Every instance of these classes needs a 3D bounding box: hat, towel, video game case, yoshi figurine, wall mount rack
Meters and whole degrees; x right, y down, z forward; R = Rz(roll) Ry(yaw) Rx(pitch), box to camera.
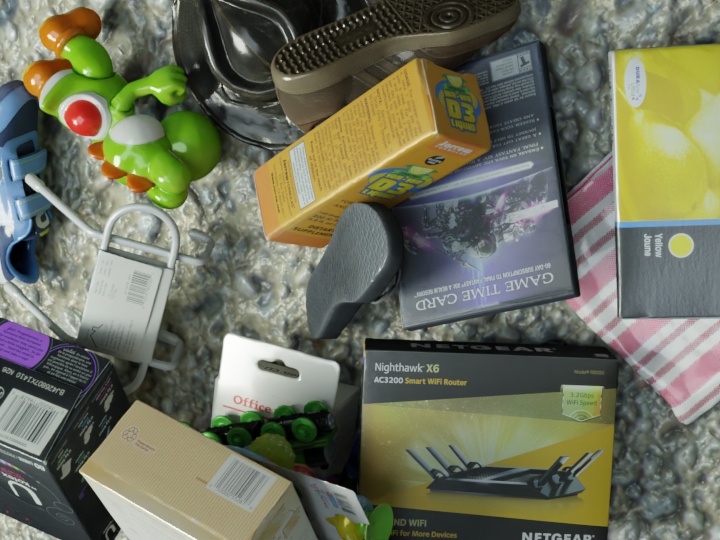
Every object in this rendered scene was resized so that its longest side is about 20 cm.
[{"bbox_3d":[-0.089,-0.193,0.951,0.200,0.081,0.202,5,103,21],"label":"hat"},{"bbox_3d":[0.236,0.006,0.899,0.200,0.030,0.146,47,113,6],"label":"towel"},{"bbox_3d":[0.087,-0.064,0.901,0.142,0.019,0.201,-13,74,27],"label":"video game case"},{"bbox_3d":[-0.195,-0.134,1.008,0.112,0.112,0.200,-41,70,-5],"label":"yoshi figurine"},{"bbox_3d":[-0.227,0.007,1.022,0.173,0.075,0.201,17,118,-7],"label":"wall mount rack"}]

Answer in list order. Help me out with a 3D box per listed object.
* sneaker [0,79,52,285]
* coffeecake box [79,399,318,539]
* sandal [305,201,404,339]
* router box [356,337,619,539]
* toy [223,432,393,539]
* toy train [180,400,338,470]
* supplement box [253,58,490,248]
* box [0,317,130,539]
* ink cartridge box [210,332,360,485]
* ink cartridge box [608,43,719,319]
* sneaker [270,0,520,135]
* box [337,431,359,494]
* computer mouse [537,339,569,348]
[{"bbox_3d":[-0.316,-0.076,1.070,0.082,0.074,0.201,23,116,13],"label":"sneaker"},{"bbox_3d":[-0.108,0.210,0.905,0.153,0.073,0.200,22,148,28],"label":"coffeecake box"},{"bbox_3d":[0.000,-0.001,0.929,0.043,0.200,0.076,0,73,-17],"label":"sandal"},{"bbox_3d":[0.098,0.138,0.922,0.199,0.052,0.158,2,97,0],"label":"router box"},{"bbox_3d":[-0.057,0.164,0.907,0.199,0.047,0.115,16,144,37],"label":"toy"},{"bbox_3d":[-0.107,0.152,0.982,0.199,0.042,0.057,-11,108,23],"label":"toy train"},{"bbox_3d":[0.004,-0.085,0.902,0.200,0.066,0.069,-31,62,41],"label":"supplement box"},{"bbox_3d":[-0.272,0.152,1.028,0.122,0.106,0.200,19,148,17],"label":"box"},{"bbox_3d":[-0.069,0.152,1.025,0.116,0.067,0.201,14,107,17],"label":"ink cartridge box"},{"bbox_3d":[0.282,-0.064,0.836,0.199,0.047,0.199,-2,96,14],"label":"ink cartridge box"},{"bbox_3d":[0.029,-0.167,0.913,0.199,0.071,0.076,-17,140,-2],"label":"sneaker"},{"bbox_3d":[0.024,0.240,0.994,0.121,0.032,0.201,15,104,-14],"label":"box"},{"bbox_3d":[0.147,0.155,0.962,0.058,0.034,0.201,6,103,20],"label":"computer mouse"}]
